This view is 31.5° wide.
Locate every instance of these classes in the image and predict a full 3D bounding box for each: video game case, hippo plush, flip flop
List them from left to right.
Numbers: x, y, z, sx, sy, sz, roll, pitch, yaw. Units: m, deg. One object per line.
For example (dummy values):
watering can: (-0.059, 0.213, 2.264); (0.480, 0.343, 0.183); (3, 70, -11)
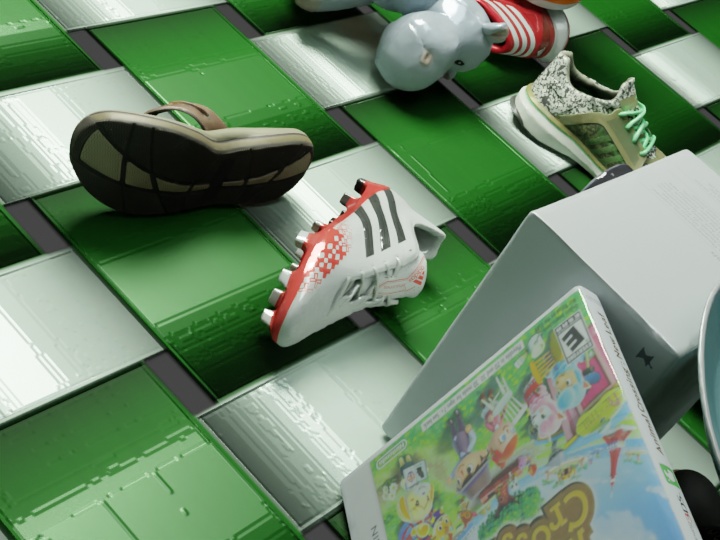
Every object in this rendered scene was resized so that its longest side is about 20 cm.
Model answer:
flip flop: (-0.117, -0.086, 0.885); (0.200, 0.081, 0.058); (-6, 54, -45)
hippo plush: (0.041, -0.242, 1.162); (0.200, 0.159, 0.161); (-34, 101, -36)
video game case: (0.073, 0.133, 0.666); (0.022, 0.200, 0.182); (27, 33, -35)

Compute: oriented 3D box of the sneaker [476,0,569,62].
sneaker: (0.122, -0.295, 1.300); (0.115, 0.078, 0.200); (-5, 48, -40)

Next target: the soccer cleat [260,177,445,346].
soccer cleat: (0.000, 0.000, 0.880); (0.085, 0.069, 0.200); (30, 32, 5)

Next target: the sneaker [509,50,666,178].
sneaker: (0.239, -0.132, 1.180); (0.200, 0.089, 0.077); (31, 36, 0)

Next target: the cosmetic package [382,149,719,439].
cosmetic package: (0.151, 0.049, 0.815); (0.123, 0.200, 0.200); (46, 38, 18)

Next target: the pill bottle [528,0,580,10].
pill bottle: (0.217, -0.356, 1.224); (0.113, 0.200, 0.113); (14, 52, -19)

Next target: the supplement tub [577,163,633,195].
supplement tub: (0.255, 0.006, 1.017); (0.107, 0.107, 0.200); (-16, 57, -45)

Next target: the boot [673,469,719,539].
boot: (0.243, 0.173, 0.786); (0.077, 0.138, 0.200); (21, 37, -14)

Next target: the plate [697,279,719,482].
plate: (0.233, 0.097, 0.690); (0.200, 0.026, 0.201); (26, 51, -36)
